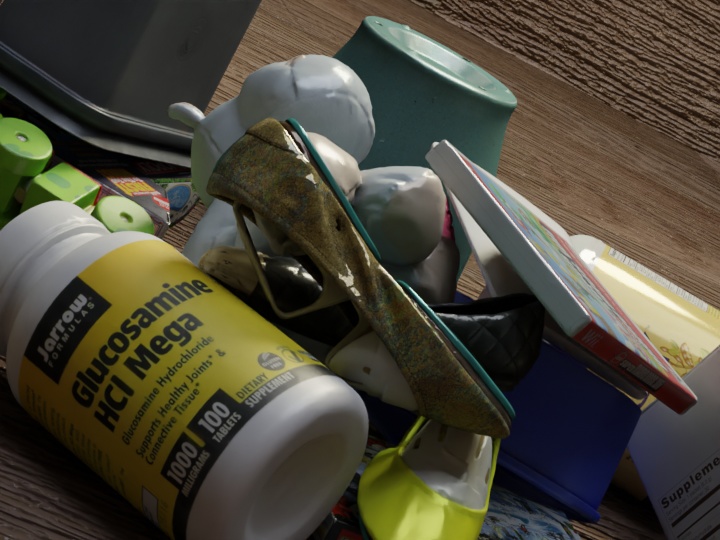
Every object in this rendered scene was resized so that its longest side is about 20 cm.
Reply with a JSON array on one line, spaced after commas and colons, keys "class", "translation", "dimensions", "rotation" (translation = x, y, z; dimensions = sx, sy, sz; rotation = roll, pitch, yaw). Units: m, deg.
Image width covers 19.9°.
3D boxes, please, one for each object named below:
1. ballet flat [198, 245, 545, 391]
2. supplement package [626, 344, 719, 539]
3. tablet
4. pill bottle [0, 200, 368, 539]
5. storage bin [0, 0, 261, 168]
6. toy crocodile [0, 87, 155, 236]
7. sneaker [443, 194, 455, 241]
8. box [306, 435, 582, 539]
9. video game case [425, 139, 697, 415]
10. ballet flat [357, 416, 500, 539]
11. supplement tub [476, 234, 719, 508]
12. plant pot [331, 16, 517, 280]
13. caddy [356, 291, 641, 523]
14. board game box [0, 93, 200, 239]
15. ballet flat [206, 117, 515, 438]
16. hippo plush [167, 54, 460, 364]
[{"class": "ballet flat", "translation": [0.006, 0.016, 1.093], "dimensions": [0.200, 0.057, 0.066], "rotation": [16, 3, -24]}, {"class": "supplement package", "translation": [0.270, 0.154, 1.257], "dimensions": [0.121, 0.120, 0.200], "rotation": [18, 40, -39]}, {"class": "tablet", "translation": [0.111, -0.004, 1.301], "dimensions": [0.130, 0.014, 0.200], "rotation": [33, 20, -27]}, {"class": "pill bottle", "translation": [-0.102, 0.052, 1.018], "dimensions": [0.200, 0.112, 0.112], "rotation": [36, 16, 26]}, {"class": "storage bin", "translation": [-0.156, -0.164, 1.321], "dimensions": [0.146, 0.134, 0.200], "rotation": [34, 7, 16]}, {"class": "toy crocodile", "translation": [-0.176, -0.036, 1.224], "dimensions": [0.200, 0.068, 0.062], "rotation": [39, 34, 9]}, {"class": "sneaker", "translation": [0.000, 0.000, 1.360], "dimensions": [0.075, 0.081, 0.200], "rotation": [4, -15, -29]}, {"class": "box", "translation": [0.046, 0.149, 1.121], "dimensions": [0.200, 0.040, 0.137], "rotation": [23, 15, -23]}, {"class": "video game case", "translation": [0.120, 0.008, 1.188], "dimensions": [0.143, 0.017, 0.200], "rotation": [53, 11, 29]}, {"class": "ballet flat", "translation": [0.043, 0.100, 1.067], "dimensions": [0.067, 0.067, 0.200], "rotation": [31, 15, 1]}, {"class": "supplement tub", "translation": [0.173, 0.065, 1.445], "dimensions": [0.200, 0.145, 0.145], "rotation": [30, 14, 4]}, {"class": "plant pot", "translation": [0.018, -0.084, 1.568], "dimensions": [0.200, 0.188, 0.200], "rotation": [27, 14, -7]}, {"class": "caddy", "translation": [0.072, 0.088, 1.254], "dimensions": [0.200, 0.105, 0.141], "rotation": [32, -6, -23]}, {"class": "board game box", "translation": [-0.191, -0.061, 1.338], "dimensions": [0.200, 0.062, 0.200], "rotation": [35, 15, 17]}, {"class": "ballet flat", "translation": [-0.005, 0.016, 1.021], "dimensions": [0.200, 0.071, 0.071], "rotation": [53, 16, 2]}, {"class": "hippo plush", "translation": [-0.036, -0.030, 1.183], "dimensions": [0.159, 0.200, 0.161], "rotation": [35, 29, -30]}]
